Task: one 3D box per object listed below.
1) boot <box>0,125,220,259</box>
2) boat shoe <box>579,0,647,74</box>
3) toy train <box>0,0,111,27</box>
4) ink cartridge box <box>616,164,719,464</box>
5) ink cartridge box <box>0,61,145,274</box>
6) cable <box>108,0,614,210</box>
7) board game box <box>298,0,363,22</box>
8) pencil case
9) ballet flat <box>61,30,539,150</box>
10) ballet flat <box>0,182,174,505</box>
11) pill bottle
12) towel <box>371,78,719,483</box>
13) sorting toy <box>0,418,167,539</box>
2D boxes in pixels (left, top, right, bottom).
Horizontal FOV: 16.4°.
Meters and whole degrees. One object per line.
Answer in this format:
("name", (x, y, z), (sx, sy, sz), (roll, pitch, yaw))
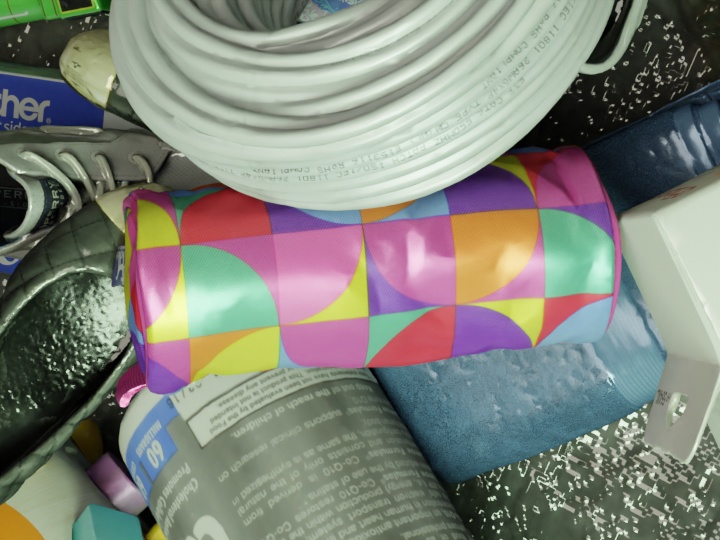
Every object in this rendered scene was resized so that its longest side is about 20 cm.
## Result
("boot", (-0.113, -0.025, 1.067), (0.199, 0.096, 0.074), (0, 96, 21))
("boat shoe", (0.106, -0.177, 1.007), (0.073, 0.065, 0.201), (-1, 111, -13))
("toy train", (-0.140, -0.140, 1.140), (0.199, 0.042, 0.057), (-8, 106, 22))
("ink cartridge box", (0.192, 0.002, 0.943), (0.200, 0.129, 0.126), (-26, 90, -2))
("ink cartridge box", (-0.100, -0.037, 1.137), (0.199, 0.044, 0.094), (10, 101, 20))
("cable", (-0.001, -0.112, 0.953), (0.199, 0.069, 0.200), (5, 57, 29))
("board game box", (-0.028, -0.211, 1.048), (0.199, 0.041, 0.200), (18, 106, -2))
("pencil case", (0.000, 0.000, 0.977), (0.199, 0.088, 0.089), (-7, 97, -8))
("ballet flat", (-0.024, -0.080, 1.037), (0.199, 0.067, 0.057), (8, 122, 1))
("ballet flat", (-0.133, 0.049, 1.011), (0.066, 0.057, 0.200), (41, 82, -21))
("pill bottle", (-0.010, 0.125, 1.049), (0.114, 0.114, 0.200), (-43, 63, 22))
("towel", (0.098, 0.008, 1.064), (0.200, 0.049, 0.112), (-26, 89, 23))
("sorting toy", (-0.098, 0.156, 1.112), (0.180, 0.200, 0.107), (37, 88, 8))
